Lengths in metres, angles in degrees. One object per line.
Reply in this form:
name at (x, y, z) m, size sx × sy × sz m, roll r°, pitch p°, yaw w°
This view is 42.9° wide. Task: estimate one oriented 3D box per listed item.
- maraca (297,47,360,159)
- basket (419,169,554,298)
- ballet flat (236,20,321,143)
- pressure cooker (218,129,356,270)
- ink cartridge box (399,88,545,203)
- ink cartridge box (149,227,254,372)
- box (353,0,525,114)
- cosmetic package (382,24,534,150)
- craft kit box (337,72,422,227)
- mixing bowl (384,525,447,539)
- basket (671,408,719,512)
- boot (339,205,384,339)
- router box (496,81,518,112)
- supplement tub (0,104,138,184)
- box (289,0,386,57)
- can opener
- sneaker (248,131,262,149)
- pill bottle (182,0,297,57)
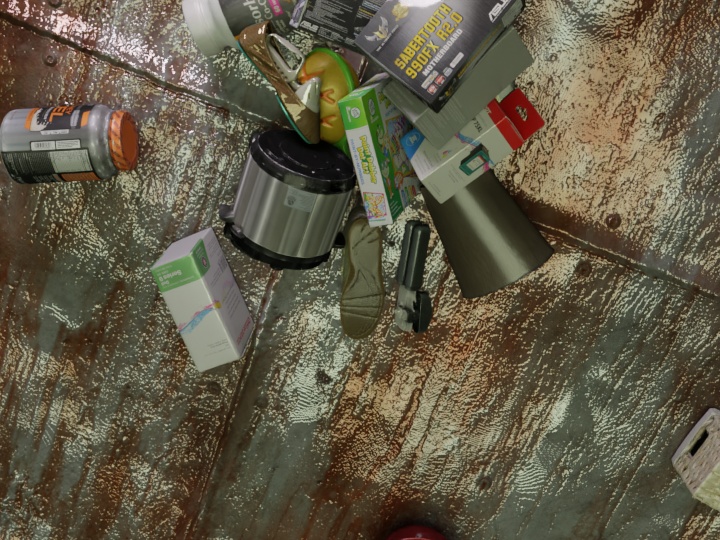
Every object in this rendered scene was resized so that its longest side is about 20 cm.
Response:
maraca at (-0.054, -0.255, 1.470) m, size 0.106 × 0.137 × 0.202 m, roll -20°, pitch 124°, yaw -35°
basket at (0.192, -0.078, 1.507) m, size 0.179 × 0.136 × 0.201 m, roll -25°, pitch 101°, yaw 38°
ballet flat at (-0.104, -0.289, 1.378) m, size 0.072 × 0.068 × 0.201 m, roll -32°, pitch 95°, yaw 23°
pressure cooker at (-0.114, -0.096, 1.422) m, size 0.175 × 0.178 × 0.202 m, roll 33°, pitch 120°, yaw 22°
ink cartridge box at (0.170, -0.210, 1.405) m, size 0.199 × 0.117 × 0.067 m, roll -36°, pitch 132°, yaw 13°
ink cartridge box at (-0.265, 0.050, 1.568) m, size 0.087 × 0.146 × 0.202 m, roll -21°, pitch 107°, yaw 11°
box at (0.112, -0.351, 1.304) m, size 0.158 × 0.048 × 0.200 m, roll 42°, pitch 94°, yaw 19°
cosmetic package at (0.146, -0.292, 1.367) m, size 0.200 × 0.107 × 0.090 m, roll -45°, pitch 137°, yaw 7°
craft kit box at (0.037, -0.195, 1.438) m, size 0.048 × 0.200 × 0.199 m, roll -10°, pitch 109°, yaw 23°
mixing bowl at (0.107, 0.562, 1.741) m, size 0.198 × 0.109 × 0.202 m, roll 1°, pitch 110°, yaw 3°
basket at (0.683, 0.364, 1.632) m, size 0.199 × 0.124 × 0.136 m, roll 27°, pitch 109°, yaw -7°
boot at (0.000, 0.000, 1.530) m, size 0.071 × 0.155 × 0.202 m, roll 2°, pitch 103°, yaw -4°
router box at (0.163, -0.322, 1.465) m, size 0.155 × 0.052 × 0.202 m, roll -10°, pitch 108°, yaw 6°
supplement tub at (-0.474, -0.208, 1.505) m, size 0.197 × 0.123 × 0.124 m, roll -3°, pitch 109°, yaw 4°
box at (0.014, -0.402, 1.361) m, size 0.198 × 0.050 × 0.159 m, roll 16°, pitch 104°, yaw -22°
can opener at (0.094, 0.012, 1.592) m, size 0.066 × 0.053 × 0.202 m, roll -8°, pitch 114°, yaw -30°
sneaker at (-0.129, -0.144, 1.542) m, size 0.079 × 0.074 × 0.202 m, roll -21°, pitch 112°, yaw -1°
pill bottle at (-0.166, -0.412, 1.420) m, size 0.198 × 0.117 × 0.117 m, roll -21°, pitch 107°, yaw 10°
